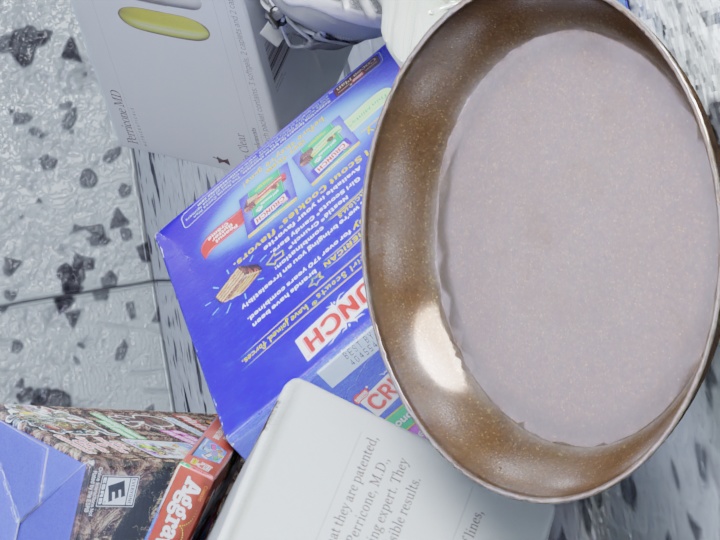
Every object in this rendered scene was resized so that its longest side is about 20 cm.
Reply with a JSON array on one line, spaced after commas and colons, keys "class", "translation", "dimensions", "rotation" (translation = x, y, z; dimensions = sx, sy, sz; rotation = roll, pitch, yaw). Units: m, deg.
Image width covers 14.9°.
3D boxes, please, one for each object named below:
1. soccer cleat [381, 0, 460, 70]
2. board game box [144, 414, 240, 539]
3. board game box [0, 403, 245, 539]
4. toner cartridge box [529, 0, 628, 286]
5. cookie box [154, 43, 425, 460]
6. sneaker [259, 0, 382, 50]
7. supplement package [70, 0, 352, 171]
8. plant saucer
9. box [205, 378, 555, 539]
[{"class": "soccer cleat", "translation": [0.039, -0.147, 1.276], "dimensions": [0.200, 0.069, 0.078], "rotation": [-106, 14, -50]}, {"class": "board game box", "translation": [-0.083, 0.121, 1.267], "dimensions": [0.200, 0.019, 0.103], "rotation": [-54, -12, -83]}, {"class": "board game box", "translation": [-0.108, 0.162, 1.440], "dimensions": [0.097, 0.199, 0.160], "rotation": [21, 102, 45]}, {"class": "toner cartridge box", "translation": [0.082, -0.086, 1.136], "dimensions": [0.095, 0.043, 0.201], "rotation": [120, 140, -77]}, {"class": "cookie box", "translation": [0.000, 0.000, 1.315], "dimensions": [0.075, 0.171, 0.200], "rotation": [46, -170, -30]}, {"class": "sneaker", "translation": [-0.016, -0.134, 1.380], "dimensions": [0.075, 0.082, 0.200], "rotation": [57, -166, 4]}, {"class": "supplement package", "translation": [-0.075, -0.173, 1.501], "dimensions": [0.200, 0.110, 0.156], "rotation": [76, -148, -56]}, {"class": "plant saucer", "translation": [0.074, -0.012, 1.061], "dimensions": [0.200, 0.032, 0.201], "rotation": [5, 96, 49]}, {"class": "box", "translation": [-0.030, 0.192, 1.182], "dimensions": [0.199, 0.130, 0.201], "rotation": [118, 177, -51]}]
